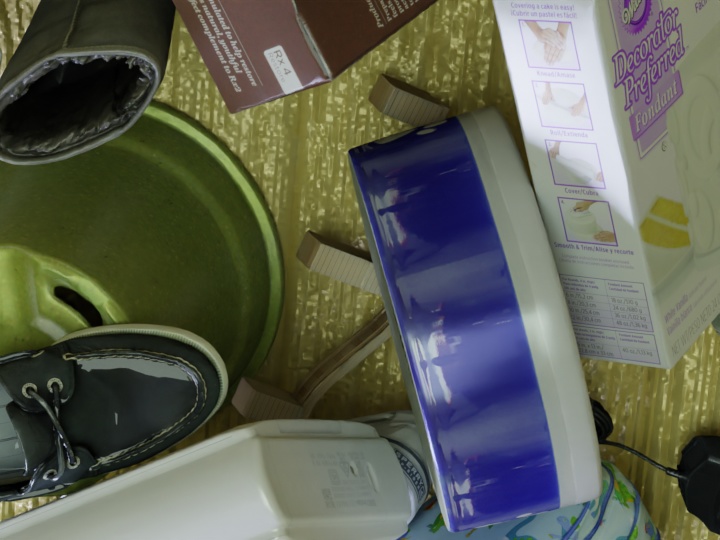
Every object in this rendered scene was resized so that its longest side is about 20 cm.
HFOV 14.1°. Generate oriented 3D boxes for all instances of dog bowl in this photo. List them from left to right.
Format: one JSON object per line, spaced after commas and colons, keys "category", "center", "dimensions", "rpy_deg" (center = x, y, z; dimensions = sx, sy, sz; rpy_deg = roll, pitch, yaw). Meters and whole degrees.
{"category": "dog bowl", "center": [0.056, 0.025, 1.430], "dimensions": [0.079, 0.200, 0.201], "rpy_deg": [-15, 105, -1]}

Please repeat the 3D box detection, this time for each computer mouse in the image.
{"category": "computer mouse", "center": [0.164, 0.098, 1.553], "dimensions": [0.200, 0.034, 0.059], "rpy_deg": [21, 136, 7]}

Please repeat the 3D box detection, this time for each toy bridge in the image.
{"category": "toy bridge", "center": [0.000, 0.000, 1.532], "dimensions": [0.067, 0.027, 0.200], "rpy_deg": [20, 101, -25]}

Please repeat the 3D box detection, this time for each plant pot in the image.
{"category": "plant pot", "center": [-0.152, 0.025, 1.496], "dimensions": [0.200, 0.184, 0.201], "rpy_deg": [2, 107, 8]}

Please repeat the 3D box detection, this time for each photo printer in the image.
{"category": "photo printer", "center": [-0.095, 0.136, 1.446], "dimensions": [0.200, 0.166, 0.070], "rpy_deg": [-22, 78, 21]}

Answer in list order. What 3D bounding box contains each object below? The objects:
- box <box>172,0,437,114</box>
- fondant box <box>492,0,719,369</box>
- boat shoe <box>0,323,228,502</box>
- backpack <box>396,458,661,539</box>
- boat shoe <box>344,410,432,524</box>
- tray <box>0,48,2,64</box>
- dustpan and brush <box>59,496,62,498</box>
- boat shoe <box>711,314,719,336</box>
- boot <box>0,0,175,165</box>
{"category": "box", "center": [-0.007, -0.164, 1.402], "dimensions": [0.075, 0.200, 0.100], "rpy_deg": [-17, 105, 39]}
{"category": "fondant box", "center": [0.140, -0.075, 1.384], "dimensions": [0.058, 0.144, 0.200], "rpy_deg": [6, 125, 35]}
{"category": "boat shoe", "center": [-0.162, 0.076, 1.380], "dimensions": [0.199, 0.066, 0.075], "rpy_deg": [-7, 106, 11]}
{"category": "backpack", "center": [0.071, 0.181, 1.510], "dimensions": [0.200, 0.163, 0.154], "rpy_deg": [-23, 107, -19]}
{"category": "boat shoe", "center": [-0.036, 0.126, 1.572], "dimensions": [0.200, 0.065, 0.074], "rpy_deg": [-17, 113, 35]}
{"category": "tray", "center": [-0.235, -0.118, 1.484], "dimensions": [0.022, 0.200, 0.107], "rpy_deg": [18, 114, -39]}
{"category": "dustpan and brush", "center": [-0.109, 0.208, 1.608], "dimensions": [0.200, 0.057, 0.140], "rpy_deg": [51, 132, 0]}
{"category": "boat shoe", "center": [0.262, -0.034, 1.480], "dimensions": [0.071, 0.070, 0.201], "rpy_deg": [30, 106, -26]}
{"category": "boot", "center": [-0.099, -0.145, 1.423], "dimensions": [0.182, 0.200, 0.073], "rpy_deg": [-35, 106, 18]}
